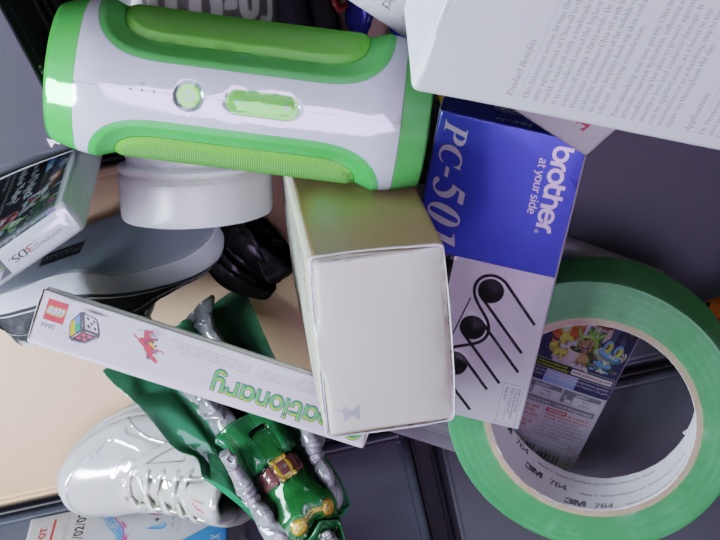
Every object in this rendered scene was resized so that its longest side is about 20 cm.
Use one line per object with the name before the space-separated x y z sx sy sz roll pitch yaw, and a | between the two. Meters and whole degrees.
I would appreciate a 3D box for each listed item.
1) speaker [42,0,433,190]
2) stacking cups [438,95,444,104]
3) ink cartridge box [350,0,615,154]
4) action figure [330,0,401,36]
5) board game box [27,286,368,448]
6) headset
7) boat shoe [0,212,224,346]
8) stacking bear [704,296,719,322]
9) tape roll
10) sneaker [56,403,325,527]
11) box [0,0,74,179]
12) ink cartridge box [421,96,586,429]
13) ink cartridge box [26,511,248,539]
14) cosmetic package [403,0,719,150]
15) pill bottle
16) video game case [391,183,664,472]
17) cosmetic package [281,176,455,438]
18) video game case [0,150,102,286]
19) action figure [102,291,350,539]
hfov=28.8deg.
speaker | -0.063 -0.094 0.748 0.198 0.089 0.089 7 115 -2
stacking cups | 0.148 -0.133 0.903 0.198 0.061 0.061 -16 115 4
ink cartridge box | 0.099 -0.174 0.762 0.199 0.084 0.145 28 128 -29
action figure | 0.011 -0.181 0.883 0.065 0.052 0.202 -3 113 2
board game box | -0.097 0.056 0.835 0.198 0.126 0.035 19 85 -11
headset | -0.050 -0.021 0.925 0.123 0.094 0.201 -26 104 9
boat shoe | -0.165 0.013 0.927 0.198 0.074 0.068 -16 125 24
stacking bear | 0.313 0.017 0.964 0.114 0.122 0.200 41 116 -12
tape roll | 0.160 0.092 0.963 0.198 0.048 0.202 5 112 13
sneaker | -0.122 0.143 0.993 0.198 0.100 0.079 -13 115 2
box | -0.233 -0.168 0.820 0.078 0.141 0.201 -22 114 6
ink cartridge box | 0.078 -0.004 0.893 0.093 0.044 0.202 13 114 4
ink cartridge box | -0.184 0.228 1.020 0.198 0.115 0.068 -13 115 2
cosmetic package | 0.131 -0.130 0.697 0.198 0.072 0.102 9 134 -14
pill bottle | -0.104 -0.133 0.840 0.112 0.113 0.202 -3 104 -2
video game case | 0.093 0.050 1.007 0.198 0.023 0.184 19 113 -11
cosmetic package | 0.000 0.000 0.791 0.070 0.200 0.106 -7 114 -5
video game case | -0.232 -0.026 0.853 0.181 0.200 0.023 -33 114 12
action figure | -0.068 0.115 0.941 0.118 0.055 0.201 -33 84 -23
